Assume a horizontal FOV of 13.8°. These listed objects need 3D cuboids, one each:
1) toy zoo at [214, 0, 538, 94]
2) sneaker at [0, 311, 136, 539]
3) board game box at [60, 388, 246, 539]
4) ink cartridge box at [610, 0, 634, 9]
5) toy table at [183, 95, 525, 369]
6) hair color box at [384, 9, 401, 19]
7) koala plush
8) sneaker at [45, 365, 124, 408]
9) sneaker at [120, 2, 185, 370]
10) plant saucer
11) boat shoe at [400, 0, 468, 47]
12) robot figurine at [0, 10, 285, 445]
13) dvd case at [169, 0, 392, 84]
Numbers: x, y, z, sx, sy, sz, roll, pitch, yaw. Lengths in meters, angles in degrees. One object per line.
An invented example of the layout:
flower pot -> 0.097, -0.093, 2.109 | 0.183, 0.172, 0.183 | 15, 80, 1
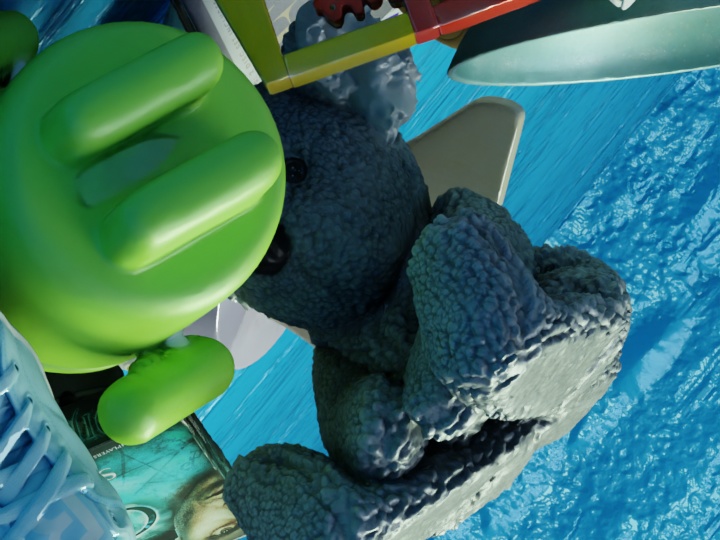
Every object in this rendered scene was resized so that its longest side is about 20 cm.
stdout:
toy zoo -> 0.008, -0.151, 1.150 | 0.199, 0.132, 0.020 | -20, 170, 1
sneaker -> -0.121, 0.082, 1.108 | 0.074, 0.082, 0.200 | -47, 137, -21
board game box -> -0.153, 0.116, 1.276 | 0.199, 0.028, 0.135 | -23, 150, 3
ink cartridge box -> 0.047, -0.202, 1.071 | 0.083, 0.200, 0.147 | -49, 172, -7
toy table -> 0.000, -0.004, 1.408 | 0.200, 0.117, 0.185 | -53, 158, -62
hair color box -> -0.002, -0.161, 1.450 | 0.200, 0.065, 0.109 | -57, 168, 29
koala plush -> 0.000, 0.000, 1.246 | 0.178, 0.200, 0.184 | -51, 163, 27
sneaker -> -0.202, 0.056, 1.254 | 0.199, 0.080, 0.076 | -16, 155, -16
sneaker -> -0.105, -0.057, 1.360 | 0.075, 0.088, 0.201 | 3, 104, -72
plant saucer -> 0.132, -0.110, 1.230 | 0.199, 0.036, 0.200 | -7, 177, 0
boat shoe -> 0.033, -0.182, 1.260 | 0.065, 0.072, 0.201 | -45, 137, -27
robot figurine -> -0.101, -0.025, 1.152 | 0.115, 0.176, 0.200 | -33, -179, -25
dvd case -> -0.005, -0.170, 1.301 | 0.200, 0.016, 0.149 | -45, 141, -16
